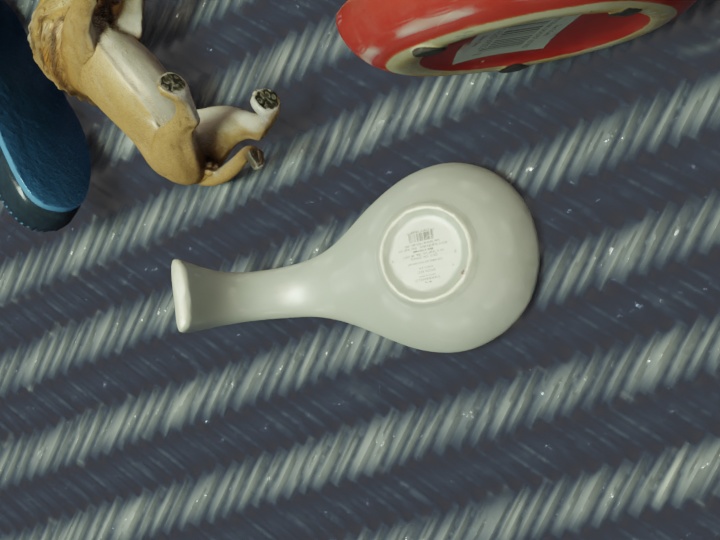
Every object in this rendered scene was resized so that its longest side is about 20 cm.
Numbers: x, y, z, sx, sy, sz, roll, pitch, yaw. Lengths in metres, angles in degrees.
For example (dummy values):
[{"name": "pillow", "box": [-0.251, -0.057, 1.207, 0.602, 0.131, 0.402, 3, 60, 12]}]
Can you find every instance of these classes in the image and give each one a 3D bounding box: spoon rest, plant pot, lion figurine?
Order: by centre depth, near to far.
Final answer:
[{"name": "plant pot", "box": [0.069, -0.194, 0.749, 0.199, 0.200, 0.184, -12, 87, 32]}, {"name": "spoon rest", "box": [0.000, 0.000, 0.863, 0.199, 0.061, 0.100, -8, 82, 19]}, {"name": "lion figurine", "box": [-0.126, -0.104, 0.935, 0.200, 0.072, 0.123, 54, 147, 17]}]

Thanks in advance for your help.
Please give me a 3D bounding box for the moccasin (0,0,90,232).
[{"name": "moccasin", "box": [-0.223, -0.093, 1.007, 0.068, 0.080, 0.201, -47, 49, 26]}]
